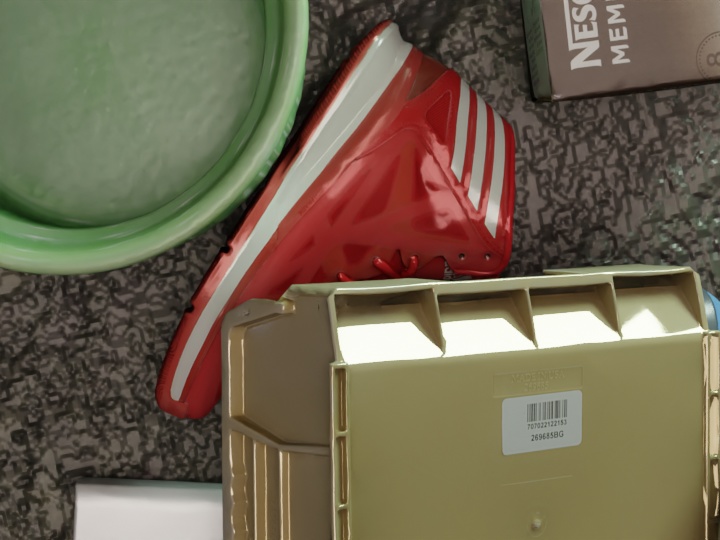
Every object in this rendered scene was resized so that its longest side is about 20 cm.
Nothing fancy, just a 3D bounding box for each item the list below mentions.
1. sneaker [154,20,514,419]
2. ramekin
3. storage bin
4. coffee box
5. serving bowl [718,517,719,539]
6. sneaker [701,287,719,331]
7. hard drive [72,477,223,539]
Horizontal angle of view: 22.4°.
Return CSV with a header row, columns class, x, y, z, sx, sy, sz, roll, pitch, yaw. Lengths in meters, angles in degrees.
class,x,y,z,sx,sy,sz,roll,pitch,yaw
sneaker,0.000,0.000,0.813,0.115,0.078,0.201,33,92,-5
ramekin,-0.115,-0.096,0.769,0.198,0.098,0.202,0,88,5
storage bin,0.049,0.101,0.775,0.199,0.093,0.200,-3,94,-30
coffee box,0.121,-0.180,0.806,0.113,0.080,0.202,-6,94,-2
serving bowl,0.236,0.137,0.795,0.198,0.066,0.202,10,63,-20
sneaker,0.169,0.106,0.847,0.078,0.066,0.202,-4,94,-20
hard drive,-0.035,0.167,0.848,0.198,0.027,0.133,3,94,-6
